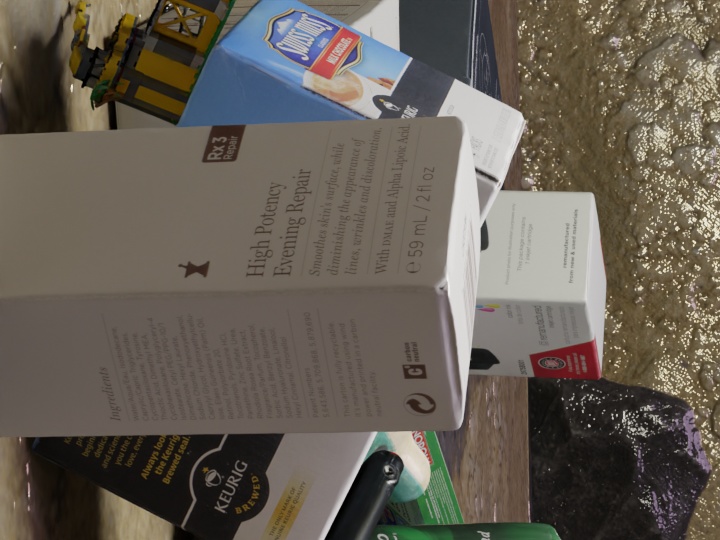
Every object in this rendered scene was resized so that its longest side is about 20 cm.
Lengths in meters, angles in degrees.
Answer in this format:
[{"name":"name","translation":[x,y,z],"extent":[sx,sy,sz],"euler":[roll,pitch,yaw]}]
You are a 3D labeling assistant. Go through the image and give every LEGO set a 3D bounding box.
[{"name":"LEGO set","translation":[-0.101,-0.172,1.077],"extent":[0.154,0.115,0.201],"euler":[124,-16,-48]}]

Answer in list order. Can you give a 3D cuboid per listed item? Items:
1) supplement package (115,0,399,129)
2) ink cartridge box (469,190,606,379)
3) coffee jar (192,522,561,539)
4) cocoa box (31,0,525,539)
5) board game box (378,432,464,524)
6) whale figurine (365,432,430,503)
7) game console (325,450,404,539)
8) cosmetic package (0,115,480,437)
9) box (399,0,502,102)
[{"name":"supplement package","translation":[-0.046,-0.075,1.270],"extent":[0.200,0.117,0.118],"euler":[-56,144,-74]},{"name":"ink cartridge box","translation":[0.065,0.010,1.711],"extent":[0.146,0.199,0.083],"euler":[69,25,-65]},{"name":"coffee jar","translation":[0.006,0.180,1.318],"extent":[0.085,0.199,0.105],"euler":[106,-13,-67]},{"name":"cocoa box","translation":[-0.034,0.003,1.067],"extent":[0.201,0.131,0.133],"euler":[-64,180,18]},{"name":"board game box","translation":[0.016,0.123,1.601],"extent":[0.135,0.029,0.201],"euler":[40,-25,49]},{"name":"whale figurine","translation":[-0.036,0.084,1.334],"extent":[0.104,0.159,0.200],"euler":[-47,159,-16]},{"name":"game console","translation":[-0.051,0.190,1.113],"extent":[0.177,0.031,0.200],"euler":[-50,-173,37]},{"name":"cosmetic package","translation":[-0.059,0.002,0.908],"extent":[0.102,0.199,0.074],"euler":[-82,167,-49]},{"name":"box","translation":[0.047,-0.126,1.909],"extent":[0.200,0.106,0.149],"euler":[78,14,-53]}]
